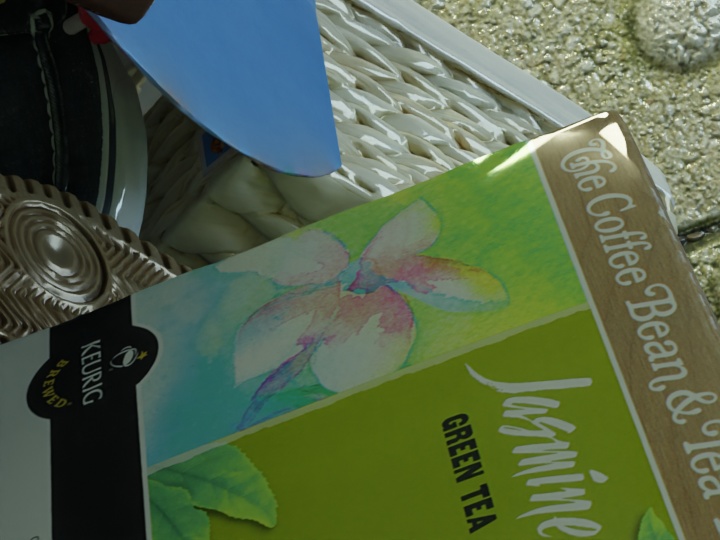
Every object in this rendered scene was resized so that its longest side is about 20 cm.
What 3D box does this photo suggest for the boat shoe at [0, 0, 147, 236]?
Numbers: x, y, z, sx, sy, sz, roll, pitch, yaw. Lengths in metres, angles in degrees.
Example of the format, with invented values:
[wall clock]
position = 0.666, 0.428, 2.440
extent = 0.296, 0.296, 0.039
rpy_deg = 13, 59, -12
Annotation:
[boat shoe]
position = -0.124, -0.086, 0.680
extent = 0.091, 0.071, 0.201
rpy_deg = 21, 49, -65

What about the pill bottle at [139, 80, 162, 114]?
[pill bottle]
position = -0.043, -0.059, 0.978
extent = 0.200, 0.113, 0.113
rpy_deg = -51, 121, -72

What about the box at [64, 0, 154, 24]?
[box]
position = -0.088, -0.195, 0.512
extent = 0.165, 0.164, 0.200
rpy_deg = 21, 33, -31

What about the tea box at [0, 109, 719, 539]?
[tea box]
position = 0.005, 0.095, 0.514
extent = 0.200, 0.196, 0.134
rpy_deg = -105, 173, -58

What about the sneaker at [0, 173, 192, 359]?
[sneaker]
position = -0.079, 0.043, 0.662
extent = 0.200, 0.108, 0.070
rpy_deg = 20, 44, -43

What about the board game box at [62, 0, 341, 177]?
[board game box]
position = -0.073, -0.109, 0.682
extent = 0.158, 0.039, 0.201
rpy_deg = 40, 29, -42

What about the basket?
[basket]
position = 0.000, 0.000, 0.802
extent = 0.200, 0.136, 0.124
rpy_deg = 30, 32, -25
